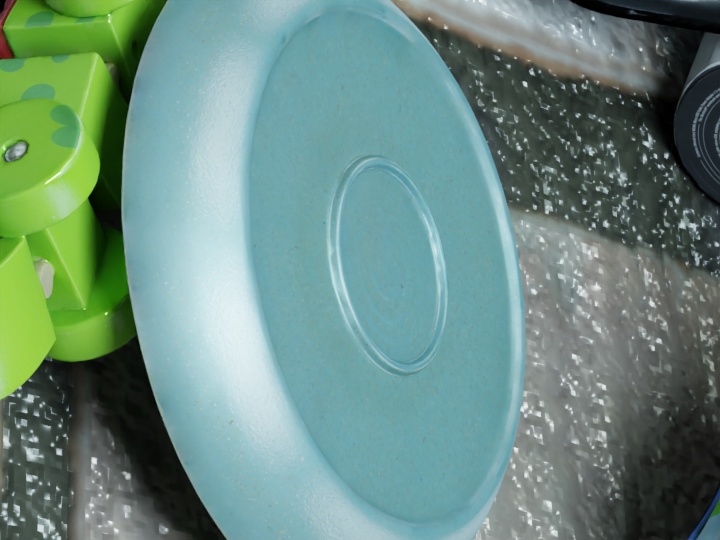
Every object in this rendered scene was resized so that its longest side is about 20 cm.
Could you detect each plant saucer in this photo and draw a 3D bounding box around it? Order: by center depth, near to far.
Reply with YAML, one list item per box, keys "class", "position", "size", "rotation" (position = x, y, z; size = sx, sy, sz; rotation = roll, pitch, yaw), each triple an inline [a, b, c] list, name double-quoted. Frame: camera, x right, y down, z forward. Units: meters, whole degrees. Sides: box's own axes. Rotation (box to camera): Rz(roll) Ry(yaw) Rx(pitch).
- class: "plant saucer"
  position: [0.000, 0.000, 0.737]
  size: [0.200, 0.027, 0.201]
  rotation: [29, 55, -53]

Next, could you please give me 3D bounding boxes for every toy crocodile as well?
- class: "toy crocodile"
  position: [-0.085, -0.042, 0.701]
  size: [0.068, 0.062, 0.200]
  rotation: [70, 27, -46]

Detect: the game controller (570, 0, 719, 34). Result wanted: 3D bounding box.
- class: "game controller"
  position: [0.117, -0.166, 0.940]
  size: [0.104, 0.042, 0.201]
  rotation: [14, 50, -14]

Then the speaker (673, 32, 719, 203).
- class: "speaker"
  position: [0.182, -0.111, 0.978]
  size: [0.081, 0.081, 0.200]
  rotation: [44, 45, -18]

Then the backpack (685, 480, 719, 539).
- class: "backpack"
  position: [0.206, 0.095, 0.778]
  size: [0.183, 0.199, 0.147]
  rotation: [-51, 148, -46]
